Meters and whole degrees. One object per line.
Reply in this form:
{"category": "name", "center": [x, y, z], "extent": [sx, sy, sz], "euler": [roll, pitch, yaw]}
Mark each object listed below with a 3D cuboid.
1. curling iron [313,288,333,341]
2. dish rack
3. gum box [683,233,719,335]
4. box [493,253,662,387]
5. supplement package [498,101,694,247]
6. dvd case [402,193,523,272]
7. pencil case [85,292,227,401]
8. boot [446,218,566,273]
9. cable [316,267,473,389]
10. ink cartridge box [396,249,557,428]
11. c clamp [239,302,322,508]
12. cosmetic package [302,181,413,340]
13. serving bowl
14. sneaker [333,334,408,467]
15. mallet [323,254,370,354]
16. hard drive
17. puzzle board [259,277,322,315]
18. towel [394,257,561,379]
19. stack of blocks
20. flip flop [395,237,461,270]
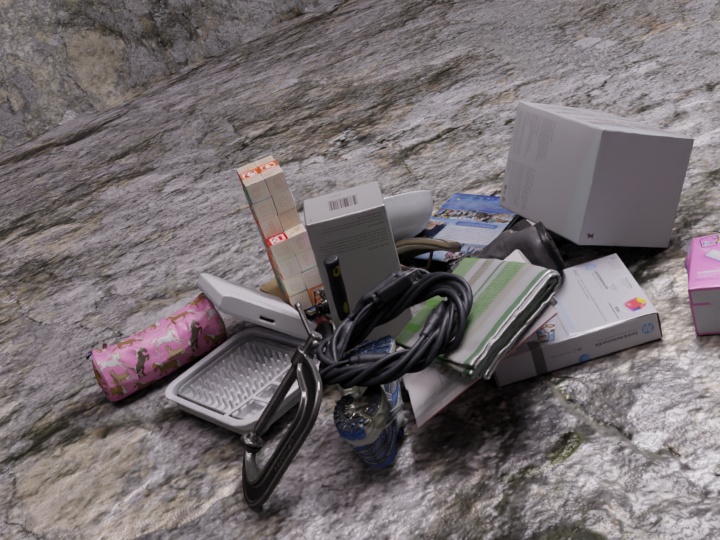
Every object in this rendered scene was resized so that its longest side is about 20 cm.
{"category": "curling iron", "center": [-0.050, 0.069, 1.320], "extent": [0.025, 0.050, 0.200], "euler": [-8, 15, -1]}
{"category": "dish rack", "center": [-0.140, 0.147, 1.273], "extent": [0.199, 0.044, 0.171], "euler": [11, 40, 46]}
{"category": "gum box", "center": [0.466, 0.009, 1.102], "extent": [0.199, 0.066, 0.114], "euler": [-6, 30, 25]}
{"category": "box", "center": [0.242, 0.057, 1.191], "extent": [0.199, 0.041, 0.156], "euler": [-19, 27, 4]}
{"category": "supplement package", "center": [0.313, -0.131, 1.328], "extent": [0.150, 0.153, 0.200], "euler": [1, 18, -25]}
{"category": "dvd case", "center": [0.158, -0.058, 1.482], "extent": [0.142, 0.018, 0.200], "euler": [8, 37, 34]}
{"category": "pencil case", "center": [-0.287, 0.108, 1.405], "extent": [0.199, 0.087, 0.083], "euler": [-27, -11, -16]}
{"category": "boot", "center": [0.185, -0.006, 1.279], "extent": [0.131, 0.070, 0.200], "euler": [-28, 3, 0]}
{"category": "cable", "center": [0.035, 0.074, 1.099], "extent": [0.200, 0.051, 0.163], "euler": [-36, 31, -11]}
{"category": "ink cartridge box", "center": [0.136, 0.085, 1.120], "extent": [0.200, 0.045, 0.176], "euler": [-41, 23, 11]}
{"category": "c clamp", "center": [-0.088, 0.159, 1.103], "extent": [0.201, 0.027, 0.171], "euler": [-61, 27, 14]}
{"category": "cosmetic package", "center": [0.000, 0.000, 1.279], "extent": [0.107, 0.201, 0.085], "euler": [-14, 28, 0]}
{"category": "serving bowl", "center": [0.018, -0.059, 1.455], "extent": [0.199, 0.066, 0.200], "euler": [-17, -2, -1]}
{"category": "sneaker", "center": [0.014, 0.150, 1.119], "extent": [0.077, 0.085, 0.200], "euler": [-20, 24, 18]}
{"category": "mallet", "center": [-0.025, 0.067, 1.181], "extent": [0.066, 0.200, 0.041], "euler": [-42, 48, -20]}
{"category": "hard drive", "center": [-0.149, 0.048, 1.356], "extent": [0.131, 0.027, 0.200], "euler": [19, 2, -19]}
{"category": "puzzle board", "center": [-0.038, 0.002, 1.514], "extent": [0.200, 0.017, 0.150], "euler": [-33, 31, -25]}
{"category": "towel", "center": [0.129, 0.049, 1.108], "extent": [0.149, 0.031, 0.200], "euler": [-47, 19, -12]}
{"category": "stack of blocks", "center": [-0.112, -0.053, 1.425], "extent": [0.058, 0.201, 0.115], "euler": [-22, 26, -8]}
{"category": "flip flop", "center": [0.056, -0.007, 1.399], "extent": [0.199, 0.058, 0.081], "euler": [-16, -10, 29]}
